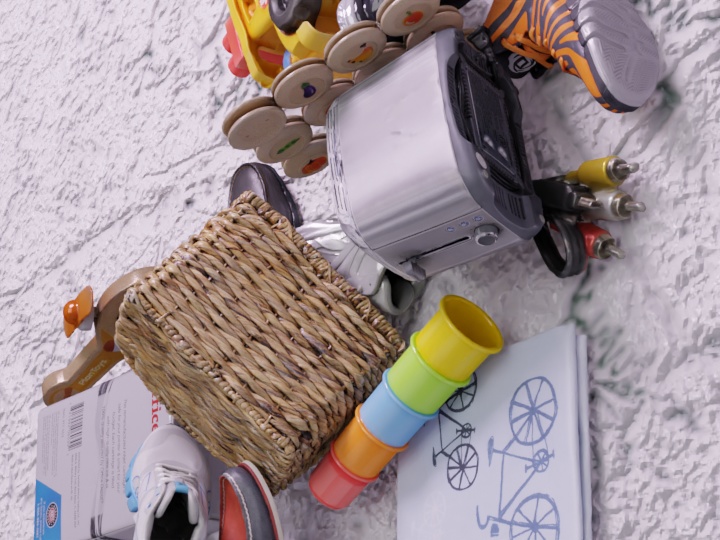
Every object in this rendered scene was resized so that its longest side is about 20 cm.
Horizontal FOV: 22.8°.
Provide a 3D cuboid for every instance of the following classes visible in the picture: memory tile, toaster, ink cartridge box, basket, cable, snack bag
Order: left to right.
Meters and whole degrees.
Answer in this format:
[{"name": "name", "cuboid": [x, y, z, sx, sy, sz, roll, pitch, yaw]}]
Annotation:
[{"name": "ink cartridge box", "cuboid": [-0.203, 0.176, 1.612, 0.200, 0.086, 0.147, -22, 60, 38]}, {"name": "basket", "cuboid": [-0.084, 0.066, 1.473, 0.200, 0.149, 0.143, 43, 153, 10]}, {"name": "memory tile", "cuboid": [-0.002, -0.144, 1.410, 0.200, 0.153, 0.017, -34, 65, 13]}, {"name": "toaster", "cuboid": [0.052, -0.089, 1.357, 0.129, 0.114, 0.200, -26, 53, 26]}, {"name": "snack bag", "cuboid": [0.096, 0.154, 1.352, 0.200, 0.021, 0.189, -23, 58, 43]}, {"name": "cable", "cuboid": [0.144, -0.052, 1.383, 0.200, 0.050, 0.097, 26, 108, 61]}]

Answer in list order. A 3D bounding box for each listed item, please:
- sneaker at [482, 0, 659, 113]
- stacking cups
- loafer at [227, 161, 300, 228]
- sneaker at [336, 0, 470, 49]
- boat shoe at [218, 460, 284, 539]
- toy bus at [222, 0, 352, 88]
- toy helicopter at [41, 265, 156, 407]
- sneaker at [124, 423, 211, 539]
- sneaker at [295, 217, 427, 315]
[{"name": "sneaker", "cuboid": [0.159, -0.171, 1.384, 0.112, 0.078, 0.200, -44, 36, 31]}, {"name": "stacking cups", "cuboid": [0.029, 0.106, 1.396, 0.200, 0.060, 0.061, -50, 45, 28]}, {"name": "loafer", "cuboid": [-0.098, -0.014, 1.585, 0.073, 0.072, 0.200, -33, 52, 36]}, {"name": "sneaker", "cuboid": [0.063, -0.241, 1.450, 0.114, 0.076, 0.200, -31, 12, 34]}, {"name": "boat shoe", "cuboid": [-0.096, 0.253, 1.429, 0.071, 0.062, 0.200, -165, 69, -66]}, {"name": "toy bus", "cuboid": [-0.055, -0.225, 1.592, 0.192, 0.136, 0.200, -50, 46, 40]}, {"name": "toy helicopter", "cuboid": [-0.236, 0.065, 1.655, 0.200, 0.132, 0.079, -43, 48, 27]}, {"name": "sneaker", "cuboid": [-0.147, 0.188, 1.426, 0.200, 0.075, 0.087, -94, 21, -49]}, {"name": "sneaker", "cuboid": [0.000, 0.000, 1.476, 0.200, 0.078, 0.100, -34, 56, 35]}]
